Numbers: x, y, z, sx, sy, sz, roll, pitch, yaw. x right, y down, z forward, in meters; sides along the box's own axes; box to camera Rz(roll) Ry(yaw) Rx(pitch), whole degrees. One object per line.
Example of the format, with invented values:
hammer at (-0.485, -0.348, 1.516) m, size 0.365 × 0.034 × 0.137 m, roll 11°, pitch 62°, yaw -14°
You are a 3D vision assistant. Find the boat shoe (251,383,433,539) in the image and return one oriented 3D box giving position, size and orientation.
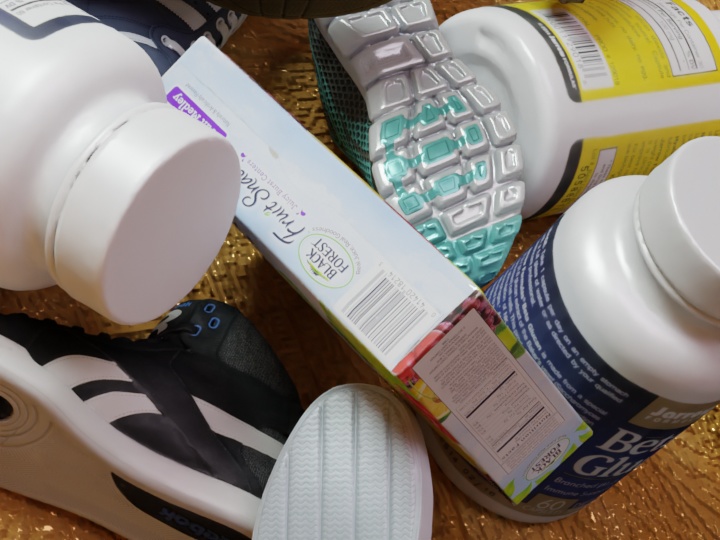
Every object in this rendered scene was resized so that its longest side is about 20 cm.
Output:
boat shoe at (-0.008, 0.148, 0.858) m, size 0.072 × 0.062 × 0.201 m, roll 4°, pitch 77°, yaw 14°

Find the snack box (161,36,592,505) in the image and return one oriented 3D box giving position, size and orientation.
snack box at (0.000, 0.000, 0.902) m, size 0.200 × 0.053 × 0.142 m, roll 45°, pitch -3°, yaw 36°

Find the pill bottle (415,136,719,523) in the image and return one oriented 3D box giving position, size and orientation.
pill bottle at (0.118, 0.027, 0.959) m, size 0.111 × 0.200 × 0.111 m, roll 17°, pitch 52°, yaw -22°

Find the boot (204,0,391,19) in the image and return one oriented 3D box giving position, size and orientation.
boot at (-0.070, -0.201, 0.986) m, size 0.199 × 0.072 × 0.155 m, roll 7°, pitch 54°, yaw -5°

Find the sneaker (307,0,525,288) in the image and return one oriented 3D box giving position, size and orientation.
sneaker at (0.023, -0.070, 1.040) m, size 0.077 × 0.091 × 0.201 m, roll -13°, pitch 64°, yaw -13°

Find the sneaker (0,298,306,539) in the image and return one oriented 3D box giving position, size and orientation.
sneaker at (-0.110, 0.044, 0.894) m, size 0.200 × 0.073 × 0.112 m, roll 34°, pitch 43°, yaw -20°

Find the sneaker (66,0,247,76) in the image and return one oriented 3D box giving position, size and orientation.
sneaker at (-0.083, -0.110, 1.011) m, size 0.200 × 0.070 × 0.109 m, roll -24°, pitch 70°, yaw -34°

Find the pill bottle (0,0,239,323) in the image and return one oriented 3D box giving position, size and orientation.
pill bottle at (-0.149, -0.061, 0.842) m, size 0.200 × 0.111 × 0.111 m, roll 31°, pitch 42°, yaw 25°

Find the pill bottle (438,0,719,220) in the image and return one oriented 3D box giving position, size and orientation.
pill bottle at (0.134, -0.091, 1.113) m, size 0.199 × 0.111 × 0.112 m, roll -10°, pitch 66°, yaw -37°

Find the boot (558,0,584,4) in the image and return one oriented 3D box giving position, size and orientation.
boot at (0.020, -0.218, 1.052) m, size 0.199 × 0.066 × 0.176 m, roll 0°, pitch 82°, yaw 8°
